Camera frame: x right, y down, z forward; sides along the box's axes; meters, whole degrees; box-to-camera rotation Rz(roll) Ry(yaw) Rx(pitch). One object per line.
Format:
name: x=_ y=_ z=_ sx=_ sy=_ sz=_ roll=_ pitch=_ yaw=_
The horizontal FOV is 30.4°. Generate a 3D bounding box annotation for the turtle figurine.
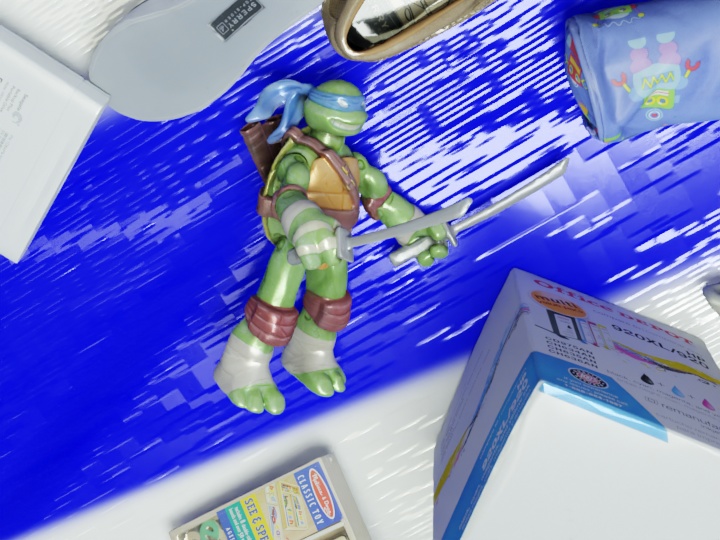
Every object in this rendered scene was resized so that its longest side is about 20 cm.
turtle figurine: x=0.000 y=0.000 z=0.792 sx=0.198 sy=0.144 sz=0.195 roll=20 pitch=113 yaw=0

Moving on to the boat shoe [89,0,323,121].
boat shoe: x=-0.079 y=-0.155 z=0.783 sx=0.199 sy=0.066 sz=0.074 roll=-23 pitch=119 yaw=32

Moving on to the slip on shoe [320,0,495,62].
slip on shoe: x=0.064 y=-0.183 z=0.732 sx=0.199 sy=0.061 sz=0.076 roll=-30 pitch=109 yaw=11

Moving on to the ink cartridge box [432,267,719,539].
ink cartridge box: x=0.134 y=0.113 z=0.793 sx=0.146 sy=0.200 sz=0.146 roll=21 pitch=107 yaw=-4

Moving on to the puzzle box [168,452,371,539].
puzzle box: x=-0.035 y=0.240 z=0.886 sx=0.132 sy=0.025 sz=0.202 roll=-28 pitch=79 yaw=19

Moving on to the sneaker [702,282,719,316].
sneaker: x=0.293 y=-0.035 z=0.800 sx=0.090 sy=0.075 sz=0.201 roll=29 pitch=107 yaw=-13

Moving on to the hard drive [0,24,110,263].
hard drive: x=-0.270 y=-0.108 z=0.818 sx=0.199 sy=0.027 sz=0.132 roll=32 pitch=118 yaw=-8

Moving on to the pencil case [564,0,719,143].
pencil case: x=0.219 y=-0.125 z=0.771 sx=0.198 sy=0.078 sz=0.088 roll=-10 pitch=116 yaw=6
